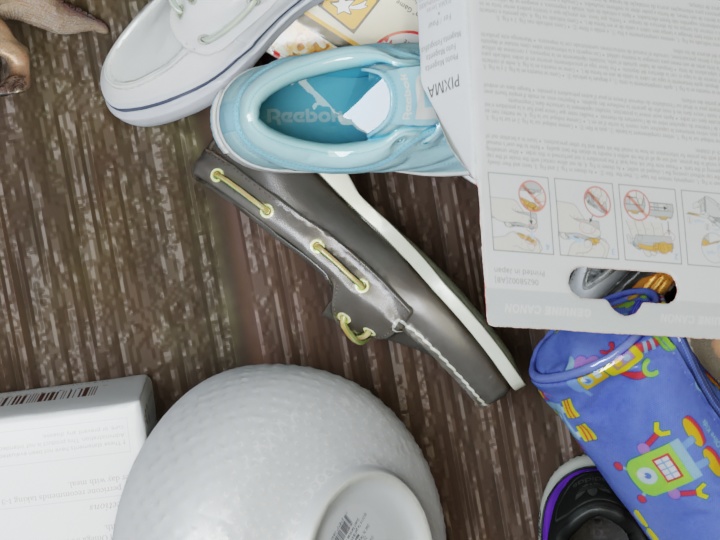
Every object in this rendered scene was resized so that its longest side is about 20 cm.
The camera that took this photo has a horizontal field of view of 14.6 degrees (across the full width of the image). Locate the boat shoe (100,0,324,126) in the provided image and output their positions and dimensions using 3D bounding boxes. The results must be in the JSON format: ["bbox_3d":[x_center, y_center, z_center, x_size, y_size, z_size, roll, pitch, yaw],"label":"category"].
[{"bbox_3d":[-0.065,-0.147,1.386,0.200,0.067,0.074,-36,52,22],"label":"boat shoe"}]

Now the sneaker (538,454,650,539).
[{"bbox_3d":[0.125,0.200,1.437,0.069,0.100,0.201,-9,95,1],"label":"sneaker"}]

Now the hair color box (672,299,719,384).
[{"bbox_3d":[0.252,0.069,1.451,0.200,0.061,0.102,44,93,-4],"label":"hair color box"}]

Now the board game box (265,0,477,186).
[{"bbox_3d":[0.059,-0.160,1.431,0.151,0.046,0.200,33,93,-5],"label":"board game box"}]

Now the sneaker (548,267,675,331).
[{"bbox_3d":[0.157,-0.045,1.431,0.077,0.078,0.200,44,93,0],"label":"sneaker"}]

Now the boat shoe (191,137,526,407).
[{"bbox_3d":[0.000,0.000,1.432,0.061,0.072,0.201,-43,87,-1],"label":"boat shoe"}]

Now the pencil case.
[{"bbox_3d":[0.169,0.099,1.396,0.087,0.078,0.200,-28,108,33],"label":"pencil case"}]

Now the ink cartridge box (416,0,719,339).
[{"bbox_3d":[0.109,-0.066,1.349,0.162,0.057,0.201,4,81,-29],"label":"ink cartridge box"}]

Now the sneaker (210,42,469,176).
[{"bbox_3d":[0.030,-0.078,1.367,0.199,0.082,0.074,-11,95,-8],"label":"sneaker"}]

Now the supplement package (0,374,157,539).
[{"bbox_3d":[-0.152,0.163,1.417,0.117,0.117,0.201,-6,95,-2],"label":"supplement package"}]

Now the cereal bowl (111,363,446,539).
[{"bbox_3d":[-0.024,0.145,1.380,0.083,0.200,0.201,0,89,43],"label":"cereal bowl"}]

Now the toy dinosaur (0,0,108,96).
[{"bbox_3d":[-0.228,-0.148,1.407,0.199,0.086,0.136,-5,88,-7],"label":"toy dinosaur"}]
